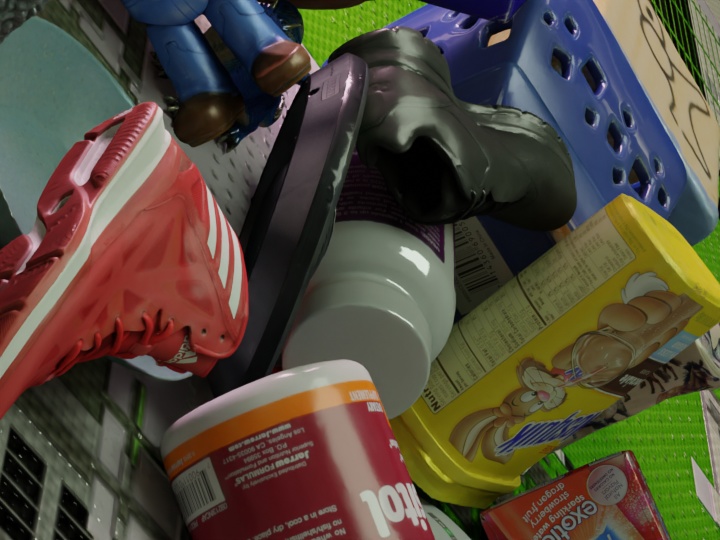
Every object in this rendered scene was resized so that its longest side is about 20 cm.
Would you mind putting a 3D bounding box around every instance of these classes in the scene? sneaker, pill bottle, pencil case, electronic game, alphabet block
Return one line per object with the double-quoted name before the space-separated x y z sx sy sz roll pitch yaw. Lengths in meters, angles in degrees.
"sneaker" -0.108 0.025 1.072 0.116 0.078 0.200 49 51 -22
"pill bottle" -0.014 0.154 1.180 0.113 0.113 0.200 8 58 -68
"pencil case" 0.147 0.072 1.573 0.090 0.200 0.078 63 18 -7
"electronic game" -0.037 -0.018 1.264 0.042 0.200 0.200 19 31 -7
"pill bottle" 0.000 0.000 1.411 0.112 0.112 0.200 54 19 -26
"sneaker" 0.054 -0.058 1.380 0.200 0.076 0.091 28 45 -40
"alphabet block" 0.142 -0.102 1.794 0.195 0.196 0.200 60 19 -16

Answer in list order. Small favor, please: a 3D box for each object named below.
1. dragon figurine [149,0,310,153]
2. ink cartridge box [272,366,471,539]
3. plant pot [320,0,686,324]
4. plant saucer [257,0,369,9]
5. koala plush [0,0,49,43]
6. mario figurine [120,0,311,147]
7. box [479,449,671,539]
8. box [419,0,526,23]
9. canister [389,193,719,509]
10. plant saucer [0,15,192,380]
"dragon figurine" -0.057 -0.121 1.441 0.200 0.099 0.059 25 43 -61
"ink cartridge box" 0.011 0.139 1.370 0.161 0.050 0.200 14 54 -66
"plant pot" 0.082 -0.061 1.595 0.200 0.200 0.180 56 27 -20
"plant saucer" -0.073 -0.193 1.392 0.200 0.200 0.032 30 73 -59
"koala plush" -0.218 -0.206 1.051 0.200 0.184 0.177 33 34 -36
"mario figurine" -0.116 -0.162 1.260 0.200 0.123 0.106 54 -23 -10
"box" 0.143 0.174 1.523 0.200 0.100 0.096 31 36 -82
"box" 0.039 -0.276 1.476 0.105 0.184 0.200 -58 163 -64
"canister" 0.115 0.050 1.456 0.087 0.200 0.149 56 13 20
"plant saucer" -0.143 -0.030 1.194 0.201 0.039 0.201 53 21 -31
